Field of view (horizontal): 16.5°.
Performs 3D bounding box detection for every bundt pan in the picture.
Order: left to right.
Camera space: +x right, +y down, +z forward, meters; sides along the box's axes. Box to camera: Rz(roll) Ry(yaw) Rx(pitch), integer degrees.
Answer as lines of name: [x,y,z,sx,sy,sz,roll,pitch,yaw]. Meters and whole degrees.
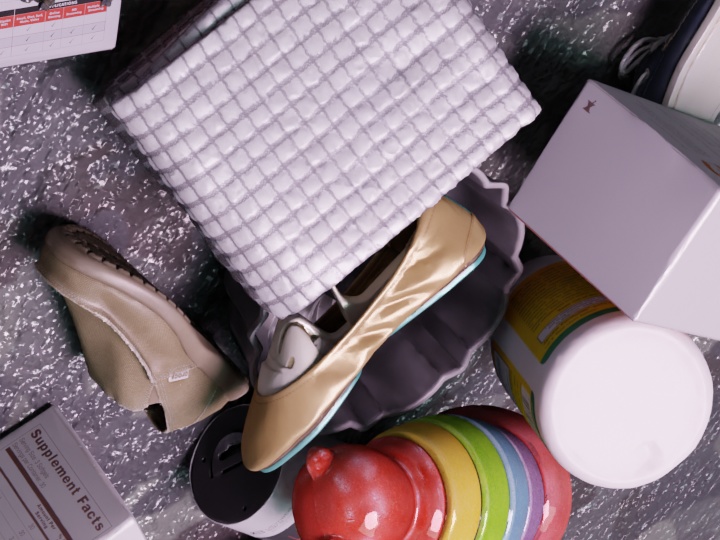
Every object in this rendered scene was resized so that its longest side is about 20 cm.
bundt pan: [0.000,0.000,1.531,0.201,0.076,0.203,-22,134,-24]

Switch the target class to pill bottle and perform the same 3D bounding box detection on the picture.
pill bottle: [0.146,0.056,1.594,0.112,0.200,0.114,-3,105,-10]

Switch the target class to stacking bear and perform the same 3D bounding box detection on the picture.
stacking bear: [0.034,0.145,1.562,0.113,0.123,0.199,-14,170,39]

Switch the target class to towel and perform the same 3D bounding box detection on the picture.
towel: [-0.025,-0.097,1.380,0.200,0.086,0.166,-41,104,-9]

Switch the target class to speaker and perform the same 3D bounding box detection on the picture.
speaker: [-0.023,0.151,1.641,0.081,0.081,0.200,-51,139,10]

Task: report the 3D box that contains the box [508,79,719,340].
box: [0.209,-0.029,1.539,0.199,0.124,0.098,13,115,-50]

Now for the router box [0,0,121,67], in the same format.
router box: [-0.208,-0.183,1.226,0.199,0.049,0.181,-12,131,-31]

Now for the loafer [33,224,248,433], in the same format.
loafer: [-0.134,0.043,1.460,0.068,0.076,0.200,-48,140,-4]

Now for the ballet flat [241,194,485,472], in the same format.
ballet flat: [-0.013,0.029,1.454,0.200,0.069,0.063,-46,112,0]

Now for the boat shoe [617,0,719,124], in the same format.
boat shoe: [0.205,-0.119,1.608,0.074,0.062,0.201,-10,132,-36]

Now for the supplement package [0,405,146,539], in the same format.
supplement package: [-0.224,0.201,1.489,0.199,0.117,0.117,-33,138,-12]

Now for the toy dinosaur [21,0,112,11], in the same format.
toy dinosaur: [-0.132,-0.174,1.226,0.199,0.047,0.089,3,115,-45]
